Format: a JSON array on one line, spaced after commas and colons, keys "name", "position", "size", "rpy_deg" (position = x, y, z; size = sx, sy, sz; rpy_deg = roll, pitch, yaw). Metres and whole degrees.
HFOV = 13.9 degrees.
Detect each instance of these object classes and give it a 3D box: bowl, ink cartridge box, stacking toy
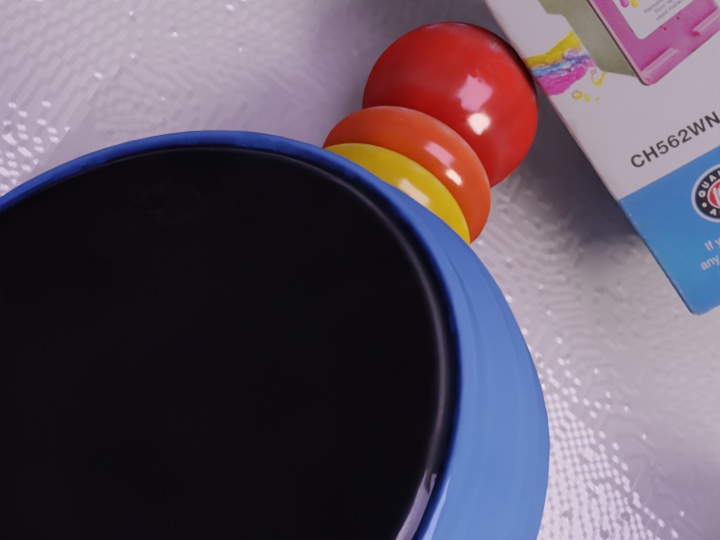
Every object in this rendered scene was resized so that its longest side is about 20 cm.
[{"name": "bowl", "position": [-0.054, 0.051, 0.728], "size": [0.039, 0.200, 0.201], "rpy_deg": [54, 42, -50]}, {"name": "ink cartridge box", "position": [0.109, -0.111, 0.892], "size": [0.200, 0.144, 0.085], "rpy_deg": [55, 20, -12]}, {"name": "stacking toy", "position": [0.000, 0.000, 0.853], "size": [0.085, 0.085, 0.200], "rpy_deg": [43, 50, -11]}]
